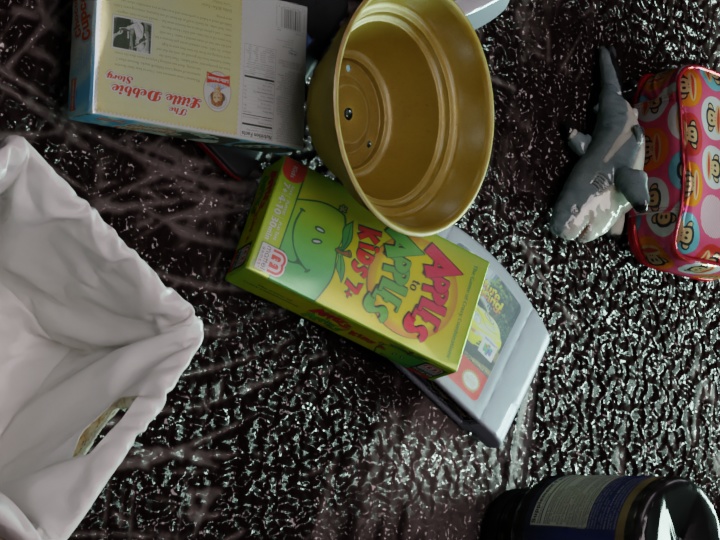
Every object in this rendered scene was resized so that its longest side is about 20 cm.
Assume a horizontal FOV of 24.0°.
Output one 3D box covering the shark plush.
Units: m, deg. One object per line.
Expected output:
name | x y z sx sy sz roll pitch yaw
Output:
shark plush | 0.228 -0.122 1.594 0.082 0.091 0.202 11 82 -7

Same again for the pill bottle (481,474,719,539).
pill bottle | 0.200 0.231 1.443 0.111 0.199 0.113 5 82 -38

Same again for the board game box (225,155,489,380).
board game box | 0.000 0.000 1.372 0.199 0.048 0.102 27 67 -19

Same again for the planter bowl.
planter bowl | 0.016 -0.127 1.351 0.199 0.083 0.203 1 88 -49

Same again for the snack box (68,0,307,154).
snack box | -0.127 -0.160 1.287 0.199 0.037 0.118 7 82 -41

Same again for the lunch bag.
lunch bag | 0.344 -0.093 1.671 0.175 0.082 0.202 12 77 -38

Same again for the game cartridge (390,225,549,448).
game cartridge | 0.083 0.044 1.475 0.200 0.041 0.134 43 57 -28

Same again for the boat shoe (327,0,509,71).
boat shoe | 0.042 -0.226 1.454 0.199 0.070 0.067 -26 78 -30

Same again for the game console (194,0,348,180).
game console | -0.104 -0.201 1.350 0.177 0.031 0.201 44 61 -27

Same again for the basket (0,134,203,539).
basket | -0.250 0.054 1.120 0.200 0.160 0.199 47 59 -24
